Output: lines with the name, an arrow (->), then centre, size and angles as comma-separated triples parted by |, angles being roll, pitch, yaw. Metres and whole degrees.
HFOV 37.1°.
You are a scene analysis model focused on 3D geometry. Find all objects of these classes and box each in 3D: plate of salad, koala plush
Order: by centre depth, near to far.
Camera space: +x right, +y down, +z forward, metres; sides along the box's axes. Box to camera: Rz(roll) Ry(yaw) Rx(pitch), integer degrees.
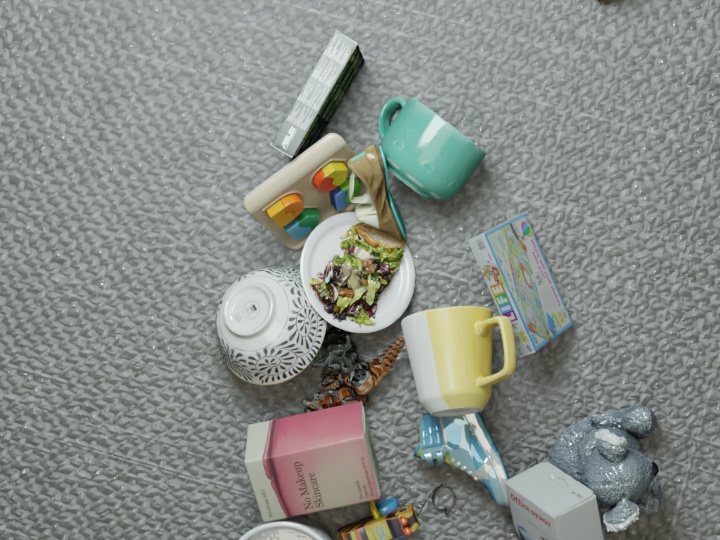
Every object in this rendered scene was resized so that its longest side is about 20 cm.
koala plush -> 0.393, 0.316, 1.680 | 0.182, 0.200, 0.179 | -5, 93, 4
plate of salad -> 0.000, 0.000, 1.736 | 0.198, 0.048, 0.202 | 5, 76, -19

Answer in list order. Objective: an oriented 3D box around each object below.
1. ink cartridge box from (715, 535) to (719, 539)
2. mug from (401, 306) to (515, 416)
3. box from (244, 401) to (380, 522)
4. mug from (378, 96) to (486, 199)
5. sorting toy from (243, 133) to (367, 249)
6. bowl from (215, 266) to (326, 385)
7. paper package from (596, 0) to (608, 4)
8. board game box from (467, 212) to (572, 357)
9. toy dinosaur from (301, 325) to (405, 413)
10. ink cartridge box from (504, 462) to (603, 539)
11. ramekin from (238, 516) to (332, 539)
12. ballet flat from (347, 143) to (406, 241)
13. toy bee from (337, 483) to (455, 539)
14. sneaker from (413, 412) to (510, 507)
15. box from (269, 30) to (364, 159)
ink cartridge box -> 0.671, 0.521, 1.728 | 0.144, 0.084, 0.202 | -12, 92, 4
mug -> 0.147, 0.143, 1.677 | 0.148, 0.187, 0.155 | -2, 74, -11
box -> -0.076, 0.310, 1.740 | 0.198, 0.109, 0.129 | -13, 115, 4
mug -> 0.103, -0.189, 1.713 | 0.151, 0.185, 0.115 | 33, 98, -23
sorting toy -> -0.072, -0.115, 1.700 | 0.184, 0.200, 0.037 | -36, 63, 5
bowl -> -0.161, 0.074, 1.720 | 0.199, 0.094, 0.203 | -7, 68, 19
paper package -> 0.374, -0.559, 1.687 | 0.190, 0.103, 0.201 | 36, 94, 0
board game box -> 0.258, 0.021, 1.712 | 0.034, 0.134, 0.202 | -23, 91, 42
toy dinosaur -> -0.016, 0.163, 1.767 | 0.200, 0.102, 0.136 | -40, 111, -8
ink cartridge box -> 0.314, 0.426, 1.686 | 0.085, 0.146, 0.202 | -22, 110, -19
ramekin -> -0.124, 0.504, 1.777 | 0.198, 0.098, 0.203 | 0, 93, 5
ballet flat -> 0.020, -0.115, 1.697 | 0.072, 0.201, 0.068 | -16, 50, 3
toy bee -> 0.050, 0.409, 1.755 | 0.200, 0.109, 0.131 | -45, 87, 5
sneaker -> 0.163, 0.313, 1.759 | 0.130, 0.080, 0.201 | -26, 81, 3
box -> -0.064, -0.267, 1.686 | 0.047, 0.193, 0.201 | 31, 95, 3
